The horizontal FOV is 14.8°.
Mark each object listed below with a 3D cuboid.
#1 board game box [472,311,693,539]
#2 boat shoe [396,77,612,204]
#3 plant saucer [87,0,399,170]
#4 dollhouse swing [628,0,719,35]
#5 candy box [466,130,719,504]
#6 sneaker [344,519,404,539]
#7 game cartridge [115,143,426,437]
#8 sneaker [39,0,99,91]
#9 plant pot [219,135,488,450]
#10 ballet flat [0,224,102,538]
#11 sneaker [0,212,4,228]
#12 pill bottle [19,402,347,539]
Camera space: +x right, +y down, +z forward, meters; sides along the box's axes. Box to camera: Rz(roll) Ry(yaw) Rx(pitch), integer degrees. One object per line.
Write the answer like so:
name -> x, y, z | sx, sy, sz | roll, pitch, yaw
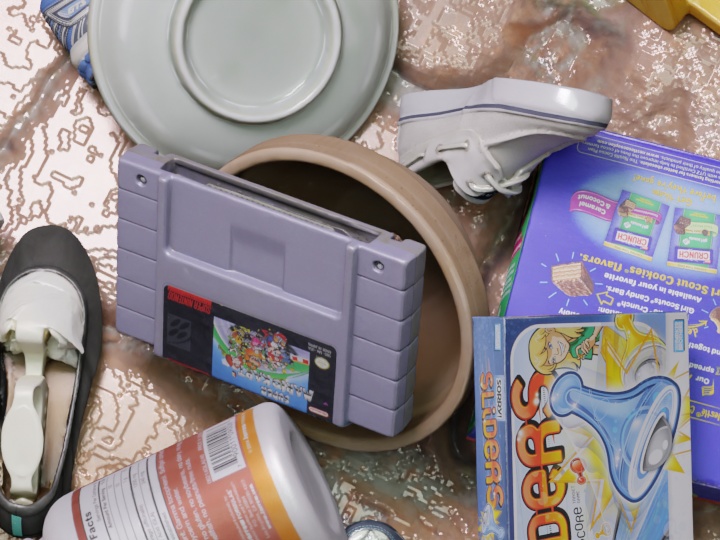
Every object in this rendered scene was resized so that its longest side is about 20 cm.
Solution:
board game box -> 0.130, 0.125, 1.608 | 0.135, 0.034, 0.201 | -2, 90, -32
boat shoe -> 0.082, -0.075, 1.685 | 0.071, 0.200, 0.070 | 12, 83, -32
plant saucer -> -0.068, -0.148, 1.719 | 0.200, 0.050, 0.201 | -4, 104, -14
dollhouse swing -> 0.263, -0.244, 1.734 | 0.176, 0.182, 0.200 | 35, 78, 28
candy box -> 0.171, 0.027, 1.712 | 0.169, 0.077, 0.200 | 15, 77, 2
sneaker -> 0.012, 0.247, 1.657 | 0.077, 0.086, 0.201 | -1, 78, -2
game cartridge -> -0.057, 0.014, 1.635 | 0.200, 0.038, 0.130 | 20, 121, 24
sneaker -> -0.124, -0.212, 1.767 | 0.200, 0.077, 0.085 | -44, 77, -9
plant pot -> 0.000, 0.000, 1.680 | 0.201, 0.201, 0.093 | 39, 41, 8
ballet flat -> -0.195, 0.064, 1.707 | 0.068, 0.068, 0.201 | 1, 77, 1
sneaker -> -0.324, -0.013, 1.719 | 0.200, 0.078, 0.080 | -27, 84, -4
pill bottle -> -0.116, 0.167, 1.655 | 0.200, 0.112, 0.112 | -25, 78, 7
